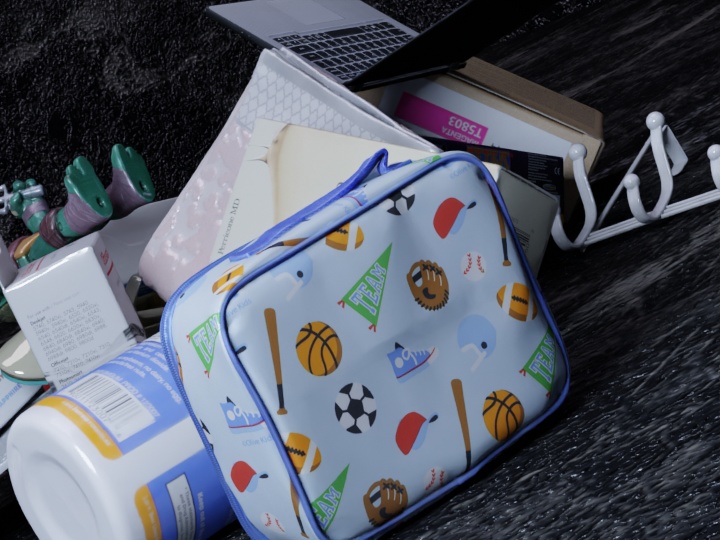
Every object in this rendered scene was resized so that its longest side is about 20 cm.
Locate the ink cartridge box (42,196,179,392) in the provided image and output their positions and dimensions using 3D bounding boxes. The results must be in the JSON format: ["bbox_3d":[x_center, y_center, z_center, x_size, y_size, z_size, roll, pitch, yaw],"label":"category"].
[{"bbox_3d":[-0.192,0.034,1.714,0.115,0.068,0.200,-15,-28,-36],"label":"ink cartridge box"}]

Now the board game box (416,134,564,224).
[{"bbox_3d":[0.025,-0.058,1.554,0.164,0.057,0.199,-1,-3,37],"label":"board game box"}]

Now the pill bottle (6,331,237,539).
[{"bbox_3d":[-0.088,0.085,1.217,0.199,0.113,0.112,-30,9,-34],"label":"pill bottle"}]

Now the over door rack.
[{"bbox_3d":[0.227,-0.088,1.521,0.147,0.067,0.200,-19,10,38],"label":"over door rack"}]

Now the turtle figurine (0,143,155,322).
[{"bbox_3d":[-0.246,-0.015,1.582,0.199,0.101,0.150,-32,16,26],"label":"turtle figurine"}]

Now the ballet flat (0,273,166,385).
[{"bbox_3d":[-0.179,0.035,1.577,0.069,0.070,0.199,-19,-7,42],"label":"ballet flat"}]

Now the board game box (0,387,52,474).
[{"bbox_3d":[-0.273,0.158,1.489,0.200,0.026,0.200,-40,8,3],"label":"board game box"}]

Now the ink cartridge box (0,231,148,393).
[{"bbox_3d":[-0.181,0.045,1.457,0.067,0.201,0.116,-26,8,-2],"label":"ink cartridge box"}]

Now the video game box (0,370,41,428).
[{"bbox_3d":[-0.340,0.154,1.566,0.199,0.047,0.182,-35,7,37],"label":"video game box"}]

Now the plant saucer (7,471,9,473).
[{"bbox_3d":[-0.174,0.112,1.633,0.199,0.032,0.200,-26,7,3],"label":"plant saucer"}]

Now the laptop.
[{"bbox_3d":[0.030,-0.198,1.565,0.187,0.199,0.117,-19,-44,-58],"label":"laptop"}]

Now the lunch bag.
[{"bbox_3d":[0.006,0.034,1.067,0.199,0.161,0.075,-32,10,-35],"label":"lunch bag"}]

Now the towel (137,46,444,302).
[{"bbox_3d":[-0.046,-0.033,1.448,0.200,0.032,0.192,35,97,42],"label":"towel"}]

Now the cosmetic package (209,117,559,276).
[{"bbox_3d":[0.012,-0.022,1.329,0.199,0.104,0.073,13,-8,40],"label":"cosmetic package"}]

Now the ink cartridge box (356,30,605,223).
[{"bbox_3d":[0.090,-0.120,1.722,0.165,0.198,0.076,-57,-9,-76],"label":"ink cartridge box"}]
